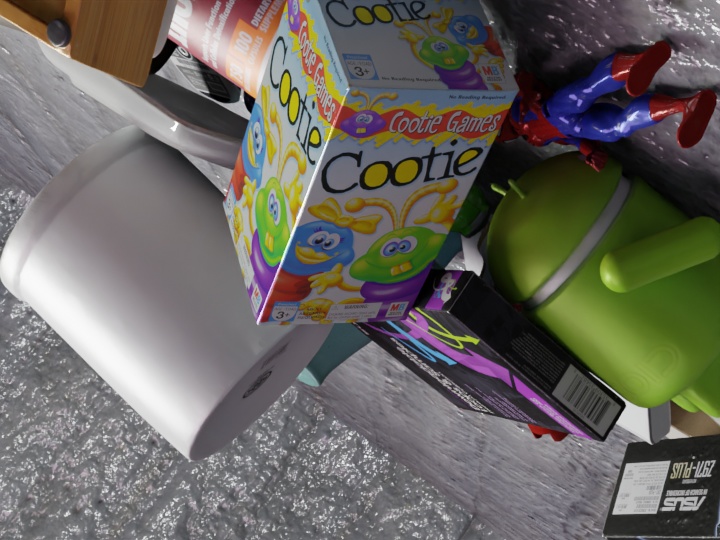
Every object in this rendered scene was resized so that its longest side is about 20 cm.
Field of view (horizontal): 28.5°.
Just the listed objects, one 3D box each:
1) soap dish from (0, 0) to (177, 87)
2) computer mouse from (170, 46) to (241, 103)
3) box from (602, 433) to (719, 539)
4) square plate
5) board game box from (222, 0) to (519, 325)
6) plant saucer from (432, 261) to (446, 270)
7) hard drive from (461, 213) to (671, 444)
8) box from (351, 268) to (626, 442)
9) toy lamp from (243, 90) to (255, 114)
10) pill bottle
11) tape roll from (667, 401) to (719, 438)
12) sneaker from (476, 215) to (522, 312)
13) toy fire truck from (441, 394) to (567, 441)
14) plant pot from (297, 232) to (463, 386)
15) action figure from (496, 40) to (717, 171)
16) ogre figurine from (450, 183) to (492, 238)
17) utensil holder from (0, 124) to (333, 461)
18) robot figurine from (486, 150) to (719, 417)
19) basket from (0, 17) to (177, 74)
[{"bbox_3d":[-0.165,-0.225,0.804,0.157,0.201,0.081,32,-151,25],"label":"soap dish"},{"bbox_3d":[-0.150,-0.218,1.157,0.109,0.044,0.200,20,154,42],"label":"computer mouse"},{"bbox_3d":[0.315,0.198,1.105,0.163,0.087,0.200,27,160,-19],"label":"box"},{"bbox_3d":[-0.127,-0.113,1.079,0.198,0.029,0.199,32,-171,39],"label":"square plate"},{"bbox_3d":[-0.001,-0.069,0.833,0.201,0.104,0.103,113,147,-46],"label":"board game box"},{"bbox_3d":[0.000,0.000,1.079,0.199,0.028,0.200,30,167,8],"label":"plant saucer"},{"bbox_3d":[0.160,0.041,1.129,0.200,0.026,0.133,31,143,45],"label":"hard drive"},{"bbox_3d":[0.071,0.053,0.963,0.143,0.036,0.200,39,167,-19],"label":"box"},{"bbox_3d":[-0.080,-0.173,1.080,0.058,0.058,0.200,34,168,15],"label":"toy lamp"},{"bbox_3d":[-0.098,-0.198,0.894,0.199,0.113,0.113,34,168,11],"label":"pill bottle"},{"bbox_3d":[0.266,0.100,1.163,0.202,0.037,0.203,35,168,8],"label":"tape roll"},{"bbox_3d":[0.138,0.022,1.037,0.113,0.071,0.200,52,161,23],"label":"sneaker"},{"bbox_3d":[0.151,0.105,1.380,0.176,0.129,0.201,23,152,50],"label":"toy fire truck"},{"bbox_3d":[-0.038,-0.009,1.264,0.200,0.188,0.200,35,169,8],"label":"plant pot"},{"bbox_3d":[0.125,-0.091,0.824,0.065,0.052,0.200,36,171,-16],"label":"action figure"},{"bbox_3d":[0.026,-0.079,1.037,0.200,0.098,0.120,57,170,-33],"label":"ogre figurine"},{"bbox_3d":[-0.141,0.019,1.067,0.200,0.170,0.170,44,170,11],"label":"utensil holder"},{"bbox_3d":[0.165,0.006,0.901,0.200,0.116,0.175,38,177,-4],"label":"robot figurine"},{"bbox_3d":[-0.212,-0.234,1.010,0.199,0.181,0.136,28,-173,-1],"label":"basket"}]
